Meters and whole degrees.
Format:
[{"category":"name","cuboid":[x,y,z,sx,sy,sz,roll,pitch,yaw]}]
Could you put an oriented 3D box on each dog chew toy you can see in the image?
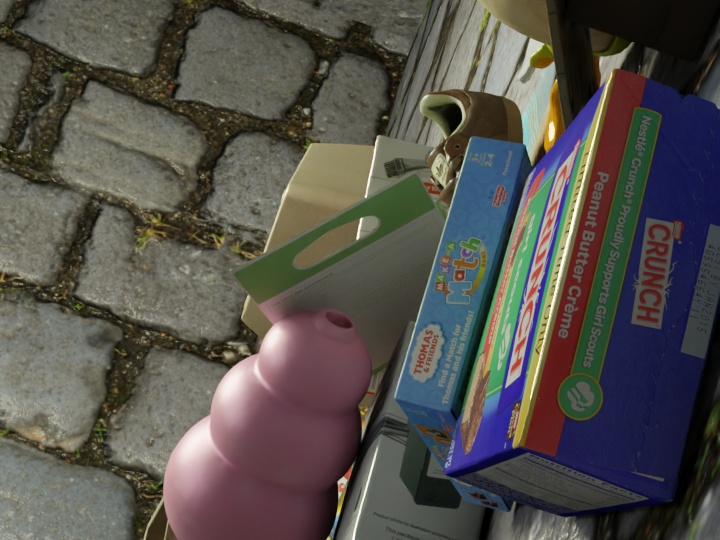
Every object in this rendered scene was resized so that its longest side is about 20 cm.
[{"category":"dog chew toy","cuboid":[-0.056,0.114,1.262,0.125,0.124,0.201,-79,14,-65]}]

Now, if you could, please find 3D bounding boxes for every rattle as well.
[{"category":"rattle","cuboid":[0.082,-0.177,1.240,0.143,0.198,0.131,114,174,-55]}]

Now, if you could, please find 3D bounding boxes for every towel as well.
[{"category":"towel","cuboid":[0.142,-0.109,1.429,0.201,0.021,0.148,-78,7,-59]}]

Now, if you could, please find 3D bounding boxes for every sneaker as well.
[{"category":"sneaker","cuboid":[0.084,-0.056,1.351,0.201,0.075,0.071,-97,24,-47]}]

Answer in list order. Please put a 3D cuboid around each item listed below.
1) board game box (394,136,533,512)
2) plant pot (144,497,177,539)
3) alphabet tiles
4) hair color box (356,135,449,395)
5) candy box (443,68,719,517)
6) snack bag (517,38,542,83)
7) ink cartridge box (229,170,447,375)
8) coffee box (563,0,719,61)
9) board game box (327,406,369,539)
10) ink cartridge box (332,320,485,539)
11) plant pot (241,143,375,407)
[{"category":"board game box","cuboid":[0.075,0.037,1.044,0.200,0.036,0.153,58,-134,-63]},{"category":"plant pot","cuboid":[-0.096,0.304,1.507,0.200,0.175,0.202,123,157,-67]},{"category":"alphabet tiles","cuboid":[0.122,-0.134,1.061,0.167,0.007,0.202,-62,-36,-67]},{"category":"hair color box","cuboid":[0.047,0.002,1.450,0.064,0.110,0.202,99,-178,-63]},{"category":"candy box","cuboid":[0.107,0.021,0.856,0.200,0.076,0.171,127,160,-78]},{"category":"snack bag","cuboid":[0.180,-0.254,1.411,0.200,0.021,0.190,123,168,-60]},{"category":"ink cartridge box","cuboid":[0.000,0.000,1.283,0.048,0.145,0.200,64,-175,36]},{"category":"coffee box","cuboid":[0.172,-0.221,1.040,0.201,0.079,0.114,-77,6,-55]},{"category":"board game box","cuboid":[-0.003,0.182,1.421,0.201,0.125,0.035,-77,-30,-51]},{"category":"ink cartridge box","cuboid":[0.033,0.158,1.242,0.146,0.083,0.202,112,175,-58]},{"category":"plant pot","cuboid":[0.005,-0.006,1.628,0.200,0.175,0.202,-69,1,-68]}]
